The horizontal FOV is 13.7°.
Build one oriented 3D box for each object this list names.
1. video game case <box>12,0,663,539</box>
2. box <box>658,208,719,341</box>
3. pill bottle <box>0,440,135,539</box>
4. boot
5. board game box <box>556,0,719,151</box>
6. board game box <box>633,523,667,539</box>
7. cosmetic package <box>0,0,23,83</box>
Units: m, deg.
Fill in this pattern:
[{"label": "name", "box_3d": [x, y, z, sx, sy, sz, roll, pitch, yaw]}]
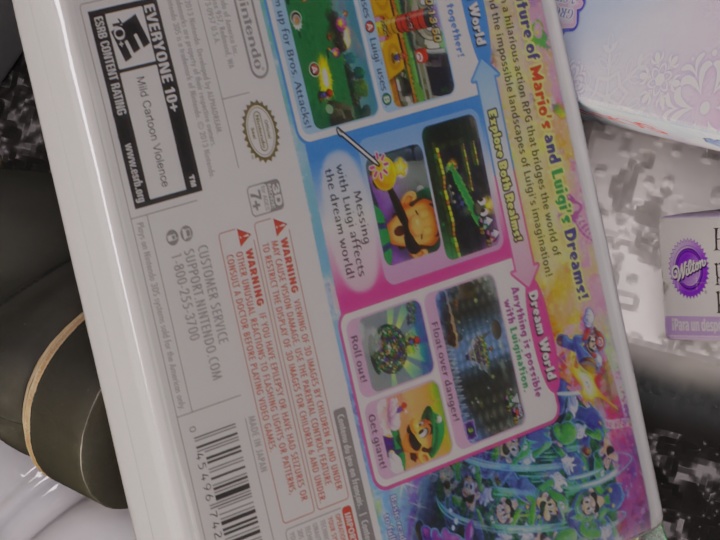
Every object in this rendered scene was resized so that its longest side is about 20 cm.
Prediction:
[{"label": "video game case", "box_3d": [0.000, 0.000, 0.825, 0.182, 0.024, 0.201, -18, 97, -42]}, {"label": "box", "box_3d": [0.164, 0.000, 0.841, 0.041, 0.200, 0.039, -5, 93, -35]}, {"label": "pill bottle", "box_3d": [-0.040, 0.129, 0.859, 0.111, 0.111, 0.200, -36, 72, -3]}, {"label": "boot", "box_3d": [-0.062, -0.016, 0.887, 0.138, 0.200, 0.078, 24, 121, 31]}, {"label": "board game box", "box_3d": [0.133, -0.129, 0.859, 0.041, 0.200, 0.200, 20, 88, -38]}, {"label": "board game box", "box_3d": [0.050, 0.113, 0.910, 0.104, 0.023, 0.201, -19, 81, -3]}, {"label": "cosmetic package", "box_3d": [-0.178, -0.057, 0.921, 0.101, 0.071, 0.200, 33, 84, 8]}]
